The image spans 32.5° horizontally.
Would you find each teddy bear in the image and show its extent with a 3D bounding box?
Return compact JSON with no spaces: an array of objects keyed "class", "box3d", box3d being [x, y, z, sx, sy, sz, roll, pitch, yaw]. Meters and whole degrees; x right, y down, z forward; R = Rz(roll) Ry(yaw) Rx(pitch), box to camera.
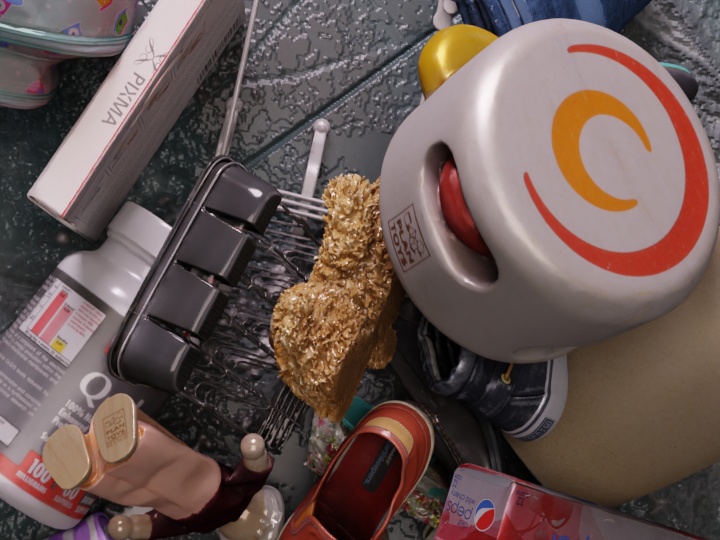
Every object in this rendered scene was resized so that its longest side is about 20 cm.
[{"class":"teddy bear","box3d":[0.000,0.000,0.806,0.066,0.145,0.202,20,72,20]}]

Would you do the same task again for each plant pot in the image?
[{"class":"plant pot","box3d":[0.197,0.071,0.862,0.200,0.187,0.188,-42,93,8]}]

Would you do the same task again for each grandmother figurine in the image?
[{"class":"grandmother figurine","box3d":[-0.110,0.141,0.815,0.120,0.200,0.061,-23,55,18]}]

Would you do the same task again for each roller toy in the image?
[{"class":"roller toy","box3d":[0.107,-0.044,0.746,0.199,0.140,0.184,32,61,-15]}]

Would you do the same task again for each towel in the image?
[{"class":"towel","box3d":[0.144,-0.201,0.865,0.200,0.048,0.113,-42,116,-36]}]

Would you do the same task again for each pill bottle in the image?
[{"class":"pill bottle","box3d":[-0.180,0.061,0.833,0.115,0.116,0.201,36,82,-4]}]

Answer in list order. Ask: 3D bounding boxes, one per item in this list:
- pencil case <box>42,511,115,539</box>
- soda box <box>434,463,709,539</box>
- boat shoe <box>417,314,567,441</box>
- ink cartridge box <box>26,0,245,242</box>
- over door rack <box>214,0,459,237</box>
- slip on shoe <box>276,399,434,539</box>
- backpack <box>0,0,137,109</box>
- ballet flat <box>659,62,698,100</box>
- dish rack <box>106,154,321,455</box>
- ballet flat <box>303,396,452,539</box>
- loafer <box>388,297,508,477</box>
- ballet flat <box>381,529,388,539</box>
[{"class":"pencil case","box3d":[-0.242,0.243,0.836,0.199,0.085,0.085,-32,93,-8]},{"class":"soda box","box3d":[0.144,0.184,0.793,0.198,0.063,0.071,21,83,-29]},{"class":"boat shoe","box3d":[0.090,0.012,0.840,0.090,0.071,0.202,28,43,-26]},{"class":"ink cartridge box","box3d":[-0.146,-0.119,0.814,0.044,0.176,0.201,33,84,-2]},{"class":"over door rack","box3d":[-0.021,-0.122,0.876,0.146,0.067,0.202,13,107,-6]},{"class":"slip on shoe","box3d":[-0.018,0.177,0.819,0.074,0.061,0.201,33,102,15]},{"class":"backpack","box3d":[-0.243,-0.188,0.809,0.197,0.176,0.155,4,103,-4]},{"class":"ballet flat","box3d":[0.150,-0.111,0.901,0.197,0.073,0.074,1,88,-2]},{"class":"dish rack","box3d":[-0.071,0.035,0.824,0.054,0.200,0.155,22,77,27]},{"class":"ballet flat","box3d":[0.046,0.160,0.891,0.199,0.076,0.064,33,116,0]},{"class":"loafer","box3d":[0.054,0.102,0.863,0.071,0.073,0.202,-19,60,-1]},{"class":"ballet flat","box3d":[-0.067,0.233,0.876,0.198,0.046,0.068,-27,90,-7]}]
